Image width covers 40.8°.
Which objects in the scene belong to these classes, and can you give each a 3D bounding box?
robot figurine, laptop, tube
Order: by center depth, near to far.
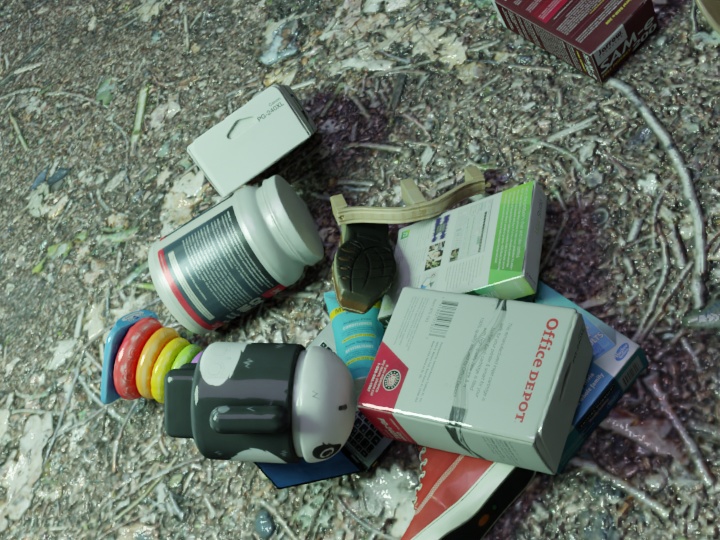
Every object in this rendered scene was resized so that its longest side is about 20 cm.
[{"bbox_3d":[-0.103,0.140,1.009,0.197,0.126,0.151,1,42,8],"label":"robot figurine"},{"bbox_3d":[-0.051,0.137,1.112,0.200,0.116,0.187,-48,50,-5],"label":"laptop"},{"bbox_3d":[-0.001,0.080,1.138,0.076,0.051,0.201,-7,35,-1],"label":"tube"}]

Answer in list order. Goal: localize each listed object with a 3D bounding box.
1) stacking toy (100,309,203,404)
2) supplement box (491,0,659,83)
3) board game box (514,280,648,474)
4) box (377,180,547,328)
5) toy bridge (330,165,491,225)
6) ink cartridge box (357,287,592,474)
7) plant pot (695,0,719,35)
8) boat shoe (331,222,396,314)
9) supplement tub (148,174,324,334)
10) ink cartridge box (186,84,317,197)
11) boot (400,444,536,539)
[{"bbox_3d":[-0.224,0.132,1.233,0.198,0.116,0.111,17,107,18],"label":"stacking toy"},{"bbox_3d":[0.276,-0.337,1.259,0.109,0.061,0.200,-44,48,-1],"label":"supplement box"},{"bbox_3d":[0.183,0.097,1.047,0.151,0.047,0.199,-49,50,-6],"label":"board game box"},{"bbox_3d":[0.118,-0.014,1.118,0.198,0.036,0.146,-20,41,37],"label":"box"},{"bbox_3d":[0.066,-0.086,1.182,0.197,0.028,0.067,-13,33,-8],"label":"toy bridge"},{"bbox_3d":[0.118,0.107,0.976,0.198,0.084,0.146,7,60,33],"label":"ink cartridge box"},{"bbox_3d":[0.489,-0.381,1.097,0.173,0.201,0.201,-23,50,-6],"label":"plant pot"},{"bbox_3d":[0.000,0.000,1.169,0.075,0.075,0.201,17,29,-4],"label":"boat shoe"},{"bbox_3d":[-0.161,-0.020,1.259,0.198,0.140,0.141,-30,50,11],"label":"supplement tub"},{"bbox_3d":[-0.141,-0.180,1.315,0.144,0.084,0.200,-34,9,6],"label":"ink cartridge box"},{"bbox_3d":[0.070,0.229,1.017,0.200,0.073,0.144,-44,49,-12],"label":"boot"}]
